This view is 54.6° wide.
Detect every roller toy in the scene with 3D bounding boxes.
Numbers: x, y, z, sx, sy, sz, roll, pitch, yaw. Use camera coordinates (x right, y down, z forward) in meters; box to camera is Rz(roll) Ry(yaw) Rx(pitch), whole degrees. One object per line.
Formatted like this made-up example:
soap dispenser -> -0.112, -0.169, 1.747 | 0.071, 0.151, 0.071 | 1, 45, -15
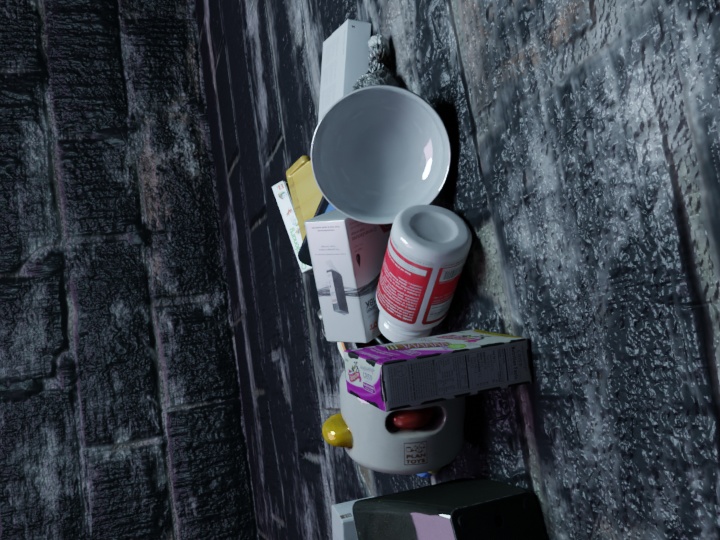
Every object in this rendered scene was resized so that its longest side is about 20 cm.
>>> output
roller toy -> 0.061, 0.210, 1.024 | 0.182, 0.200, 0.140 | 8, 107, 36

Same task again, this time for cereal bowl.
cereal bowl -> 0.030, -0.171, 1.020 | 0.083, 0.200, 0.200 | -83, -7, -73

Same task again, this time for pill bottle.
pill bottle -> 0.084, 0.013, 1.015 | 0.112, 0.112, 0.200 | -114, 27, -42

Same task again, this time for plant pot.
plant pot -> 0.132, 0.368, 0.888 | 0.177, 0.199, 0.200 | -39, 58, 52

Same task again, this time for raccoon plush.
raccoon plush -> 0.038, -0.295, 1.104 | 0.134, 0.097, 0.200 | -6, 89, 63

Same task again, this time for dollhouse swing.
dollhouse swing -> -0.040, -0.142, 1.443 | 0.182, 0.176, 0.200 | 36, -147, -57

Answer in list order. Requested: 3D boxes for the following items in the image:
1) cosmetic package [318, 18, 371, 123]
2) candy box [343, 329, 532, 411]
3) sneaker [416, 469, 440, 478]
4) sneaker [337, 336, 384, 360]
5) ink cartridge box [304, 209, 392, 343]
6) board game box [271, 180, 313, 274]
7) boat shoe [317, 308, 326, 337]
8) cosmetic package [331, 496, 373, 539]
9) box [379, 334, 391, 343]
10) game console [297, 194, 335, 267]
cosmetic package -> -0.032, -0.344, 1.302 | 0.151, 0.052, 0.200 | -173, 86, -72
candy box -> 0.094, 0.121, 0.883 | 0.136, 0.200, 0.061 | -179, 84, -69
sneaker -> 0.060, 0.268, 1.166 | 0.200, 0.076, 0.105 | 49, 151, 32
sneaker -> 0.029, 0.175, 1.225 | 0.200, 0.070, 0.090 | 58, 151, 15
ink cartridge box -> 0.000, 0.000, 1.119 | 0.084, 0.144, 0.200 | 1, 107, 35
board game box -> -0.117, -0.087, 1.495 | 0.126, 0.035, 0.200 | 13, -125, -67
boat shoe -> -0.056, 0.102, 1.332 | 0.067, 0.057, 0.200 | 50, 164, 17
cosmetic package -> -0.001, 0.577, 1.435 | 0.074, 0.101, 0.200 | -155, 62, -66
box -> 0.014, 0.104, 1.351 | 0.200, 0.040, 0.137 | 110, 149, -52
game console -> -0.011, -0.037, 1.218 | 0.118, 0.170, 0.200 | -79, 13, -56
